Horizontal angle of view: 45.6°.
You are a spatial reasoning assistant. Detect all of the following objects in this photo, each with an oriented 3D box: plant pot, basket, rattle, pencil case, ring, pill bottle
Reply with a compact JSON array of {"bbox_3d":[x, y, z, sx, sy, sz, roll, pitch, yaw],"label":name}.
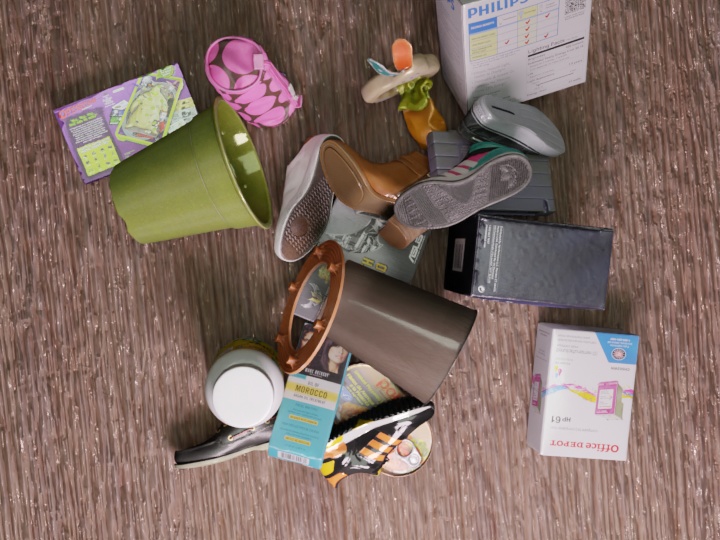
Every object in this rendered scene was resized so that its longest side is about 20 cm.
[{"bbox_3d":[-0.252,-0.126,1.241,0.189,0.200,0.201,-18,94,7],"label":"plant pot"},{"bbox_3d":[0.043,0.081,1.243,0.199,0.181,0.136,28,49,2],"label":"basket"},{"bbox_3d":[0.071,-0.246,1.245,0.129,0.200,0.144,-7,94,-5],"label":"rattle"},{"bbox_3d":[-0.149,-0.268,1.225,0.093,0.200,0.091,8,88,10],"label":"pencil case"},{"bbox_3d":[-0.078,0.049,1.223,0.019,0.200,0.202,21,91,-22],"label":"ring"},{"bbox_3d":[-0.167,0.164,1.243,0.112,0.200,0.114,0,93,-5],"label":"pill bottle"}]

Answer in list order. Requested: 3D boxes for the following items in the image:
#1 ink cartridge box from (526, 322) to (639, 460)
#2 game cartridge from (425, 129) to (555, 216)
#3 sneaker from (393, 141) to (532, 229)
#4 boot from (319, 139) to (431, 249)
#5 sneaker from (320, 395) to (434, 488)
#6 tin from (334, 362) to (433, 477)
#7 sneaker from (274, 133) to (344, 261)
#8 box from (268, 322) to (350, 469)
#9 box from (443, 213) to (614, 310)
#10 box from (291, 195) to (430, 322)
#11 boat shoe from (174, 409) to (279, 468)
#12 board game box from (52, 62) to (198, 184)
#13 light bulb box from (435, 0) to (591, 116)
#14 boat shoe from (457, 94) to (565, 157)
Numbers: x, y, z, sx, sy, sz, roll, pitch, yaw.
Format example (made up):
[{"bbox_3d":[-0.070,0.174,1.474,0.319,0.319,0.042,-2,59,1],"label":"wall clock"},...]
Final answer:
[{"bbox_3d":[0.349,0.191,1.352,0.143,0.085,0.202,5,94,-6],"label":"ink cartridge box"},{"bbox_3d":[0.199,-0.149,1.311,0.199,0.038,0.131,0,71,-20],"label":"game cartridge"},{"bbox_3d":[0.146,-0.126,1.225,0.199,0.121,0.084,-19,103,14],"label":"sneaker"},{"bbox_3d":[0.045,-0.146,1.284,0.200,0.077,0.155,44,53,-1],"label":"boot"},{"bbox_3d":[0.028,0.261,1.301,0.199,0.070,0.091,-22,100,1],"label":"sneaker"},{"bbox_3d":[0.030,0.232,1.348,0.112,0.042,0.200,-40,95,2],"label":"tin"},{"bbox_3d":[-0.086,-0.110,1.300,0.073,0.084,0.201,26,84,-36],"label":"sneaker"},{"bbox_3d":[-0.071,0.183,1.271,0.082,0.049,0.201,14,62,2],"label":"box"},{"bbox_3d":[0.242,-0.013,1.273,0.197,0.200,0.124,5,92,-5],"label":"box"},{"bbox_3d":[0.000,0.000,1.327,0.158,0.048,0.201,22,90,-7],"label":"box"},{"bbox_3d":[-0.190,0.256,1.312,0.200,0.074,0.064,-16,85,-6],"label":"boat shoe"},{"bbox_3d":[-0.345,-0.222,1.294,0.199,0.032,0.121,-22,99,-5],"label":"board game box"},{"bbox_3d":[0.219,-0.357,1.241,0.197,0.201,0.125,-18,50,-5],"label":"light bulb box"},{"bbox_3d":[0.225,-0.208,1.285,0.199,0.071,0.073,15,54,-37],"label":"boat shoe"}]
